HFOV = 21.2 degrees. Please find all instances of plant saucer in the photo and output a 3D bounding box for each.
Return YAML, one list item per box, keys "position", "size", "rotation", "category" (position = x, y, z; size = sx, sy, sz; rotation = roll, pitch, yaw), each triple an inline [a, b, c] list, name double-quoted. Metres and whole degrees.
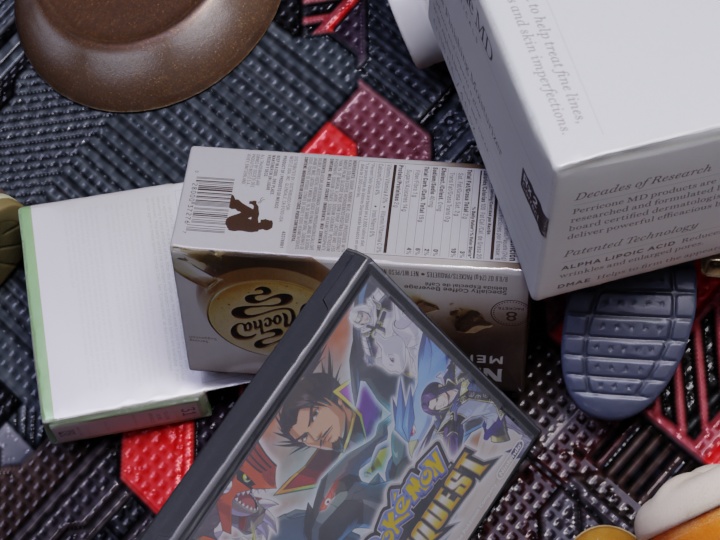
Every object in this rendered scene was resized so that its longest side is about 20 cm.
- position: [-0.147, -0.205, 1.290]
  size: [0.198, 0.037, 0.202]
  rotation: [-6, 66, 14]
  category: "plant saucer"

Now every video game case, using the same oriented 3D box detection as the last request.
- position: [-0.007, 0.120, 1.039]
  size: [0.025, 0.181, 0.201]
  rotation: [22, 73, 50]
  category: "video game case"

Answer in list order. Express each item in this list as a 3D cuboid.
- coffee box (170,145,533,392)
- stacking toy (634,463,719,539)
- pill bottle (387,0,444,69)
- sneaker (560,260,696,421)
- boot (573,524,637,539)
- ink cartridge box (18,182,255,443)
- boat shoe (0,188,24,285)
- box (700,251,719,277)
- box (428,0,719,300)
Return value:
- position: [0.000, 0.000, 1.092]
  size: [0.198, 0.114, 0.080]
  rotation: [4, 51, 4]
  category: "coffee box"
- position: [0.241, 0.180, 0.984]
  size: [0.145, 0.146, 0.201]
  rotation: [-26, 79, 5]
  category: "stacking toy"
- position: [0.112, -0.198, 1.170]
  size: [0.198, 0.109, 0.110]
  rotation: [-22, 64, 7]
  category: "pill bottle"
- position: [0.157, -0.012, 1.105]
  size: [0.073, 0.082, 0.202]
  rotation: [9, 82, 4]
  category: "sneaker"
- position: [0.147, 0.207, 0.977]
  size: [0.070, 0.144, 0.203]
  rotation: [-22, 64, 6]
  category: "boot"
- position: [-0.104, 0.016, 1.183]
  size: [0.198, 0.048, 0.147]
  rotation: [-9, 66, -3]
  category: "ink cartridge box"
- position: [-0.296, 0.020, 1.228]
  size: [0.201, 0.072, 0.066]
  rotation: [-45, 54, -5]
  category: "boat shoe"
- position: [0.269, -0.082, 1.085]
  size: [0.162, 0.021, 0.202]
  rotation: [1, 57, 3]
  category: "box"
- position: [0.156, -0.118, 1.012]
  size: [0.198, 0.131, 0.200]
  rotation: [-13, 60, -9]
  category: "box"
